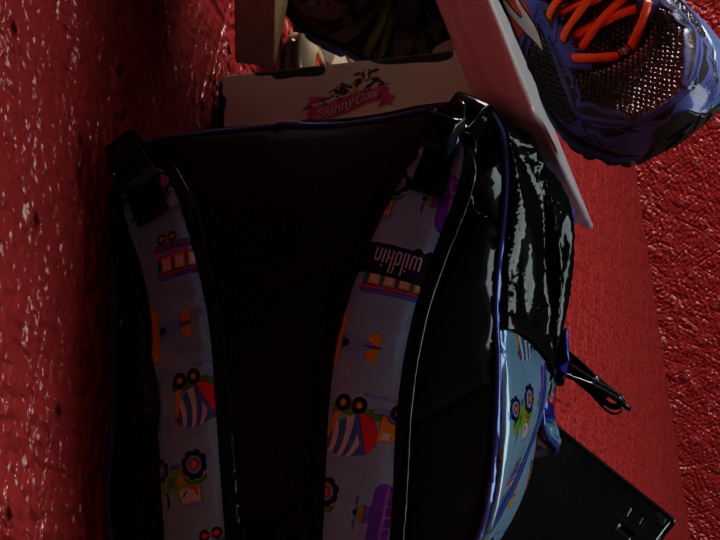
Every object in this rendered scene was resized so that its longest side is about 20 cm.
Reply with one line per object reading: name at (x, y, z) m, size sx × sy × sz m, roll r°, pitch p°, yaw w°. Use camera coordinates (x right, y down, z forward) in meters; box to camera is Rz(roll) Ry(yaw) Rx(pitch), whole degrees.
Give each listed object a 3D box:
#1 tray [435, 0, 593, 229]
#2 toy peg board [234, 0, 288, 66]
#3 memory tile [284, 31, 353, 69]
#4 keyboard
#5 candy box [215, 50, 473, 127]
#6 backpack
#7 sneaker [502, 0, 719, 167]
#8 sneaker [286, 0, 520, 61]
tray at (0.059, -0.082, 0.864) m, size 0.200 × 0.022 × 0.108 m, roll 42°, pitch 27°, yaw -73°
toy peg board at (-0.071, -0.231, 0.894) m, size 0.201 × 0.097 × 0.200 m, roll -81°, pitch 176°, yaw -45°
memory tile at (-0.007, -0.088, 1.222) m, size 0.154 × 0.017 × 0.201 m, roll -82°, pitch 161°, yaw -47°
keyboard at (0.081, 0.084, 1.104) m, size 0.127 × 0.200 × 0.021 m, roll -48°, pitch 171°, yaw -22°
candy box at (0.000, 0.000, 0.951) m, size 0.061 × 0.136 × 0.201 m, roll 66°, pitch 23°, yaw -58°
backpack at (-0.007, 0.048, 0.800) m, size 0.134 × 0.182 × 0.201 m, roll 34°, pitch 54°, yaw -62°
sneaker at (0.080, -0.118, 0.814) m, size 0.078 × 0.075 × 0.200 m, roll 46°, pitch 13°, yaw -48°
sneaker at (0.018, -0.138, 1.049) m, size 0.071 × 0.199 × 0.083 m, roll -53°, pitch 138°, yaw -12°
